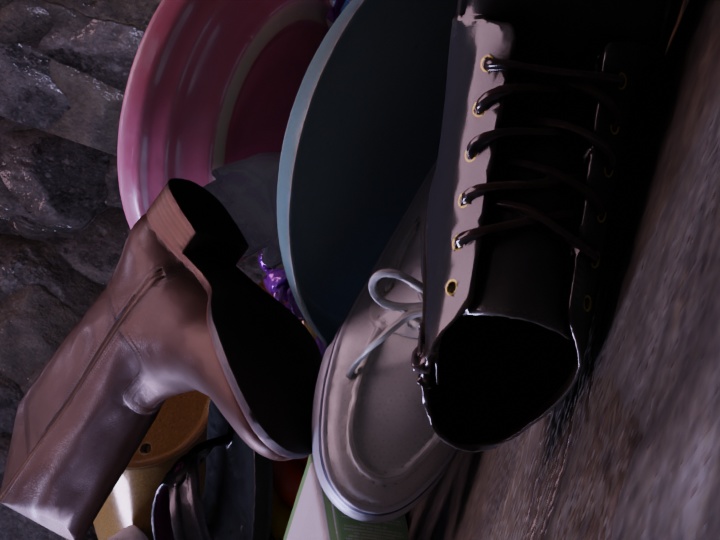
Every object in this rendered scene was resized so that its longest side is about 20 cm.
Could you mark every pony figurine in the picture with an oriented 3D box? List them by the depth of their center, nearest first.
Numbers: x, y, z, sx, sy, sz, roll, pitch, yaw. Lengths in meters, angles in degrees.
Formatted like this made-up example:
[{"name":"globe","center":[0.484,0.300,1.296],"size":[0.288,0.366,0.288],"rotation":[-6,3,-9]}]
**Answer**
[{"name":"pony figurine","center":[0.000,0.000,0.818],"size":[0.193,0.166,0.201],"rotation":[-40,-15,-46]}]

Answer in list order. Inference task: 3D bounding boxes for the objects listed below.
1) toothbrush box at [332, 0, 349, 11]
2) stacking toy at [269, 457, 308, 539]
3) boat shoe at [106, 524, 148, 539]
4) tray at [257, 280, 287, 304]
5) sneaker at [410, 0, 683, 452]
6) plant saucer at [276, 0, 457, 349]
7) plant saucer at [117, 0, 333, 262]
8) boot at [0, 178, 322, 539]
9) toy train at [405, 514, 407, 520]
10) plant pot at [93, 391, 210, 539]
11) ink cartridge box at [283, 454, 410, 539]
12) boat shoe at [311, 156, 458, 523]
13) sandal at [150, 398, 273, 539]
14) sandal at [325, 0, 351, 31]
[{"name":"toothbrush box","center":[0.062,-0.202,1.046],"size":[0.086,0.145,0.201],"rotation":[110,179,-52]},{"name":"stacking toy","center":[-0.030,0.142,0.754],"size":[0.086,0.084,0.202],"rotation":[-73,-7,-66]},{"name":"boat shoe","center":[-0.086,0.234,0.835],"size":[0.069,0.200,0.071],"rotation":[-45,10,-30]},{"name":"tray","center":[-0.021,0.021,1.003],"size":[0.198,0.037,0.099],"rotation":[-25,-20,-20]},{"name":"sneaker","center":[0.061,-0.045,0.434],"size":[0.107,0.074,0.202],"rotation":[-81,-1,-56]},{"name":"plant saucer","center":[0.023,-0.055,0.664],"size":[0.199,0.027,0.202],"rotation":[-30,-51,-45]},{"name":"plant saucer","center":[-0.063,-0.091,0.830],"size":[0.201,0.050,0.202],"rotation":[-47,-34,-44]},{"name":"boot","center":[-0.110,0.083,0.707],"size":[0.200,0.064,0.187],"rotation":[-51,42,22]},{"name":"toy train","center":[0.010,0.118,0.886],"size":[0.200,0.045,0.034],"rotation":[-73,2,-71]},{"name":"plant pot","center":[-0.102,0.137,0.918],"size":[0.201,0.184,0.188],"rotation":[69,-148,-51]},{"name":"ink cartridge box","center":[-0.012,0.199,0.616],"size":[0.201,0.047,0.147],"rotation":[-103,27,-55]},{"name":"boat shoe","center":[0.041,0.010,0.603],"size":[0.203,0.074,0.086],"rotation":[-62,2,-15]},{"name":"sandal","center":[-0.083,0.153,0.733],"size":[0.075,0.047,0.203],"rotation":[23,107,59]},{"name":"sandal","center":[0.011,-0.116,0.836],"size":[0.083,0.049,0.203],"rotation":[61,-178,40]}]
